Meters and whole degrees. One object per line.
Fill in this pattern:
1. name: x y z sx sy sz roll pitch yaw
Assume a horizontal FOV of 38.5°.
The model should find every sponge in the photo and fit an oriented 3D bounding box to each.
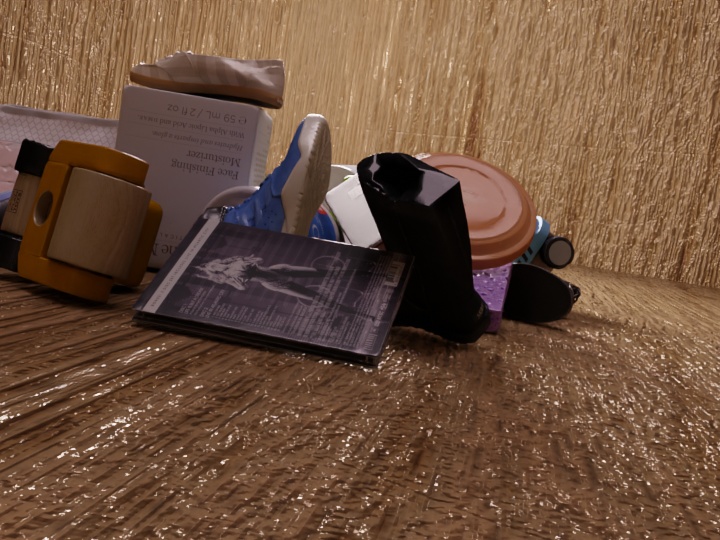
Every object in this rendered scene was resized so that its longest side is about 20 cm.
1. sponge: 0.114 0.017 1.191 0.110 0.030 0.200 10 18 9

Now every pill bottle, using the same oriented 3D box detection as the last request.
1. pill bottle: -0.086 -0.028 1.104 0.110 0.114 0.200 10 4 17

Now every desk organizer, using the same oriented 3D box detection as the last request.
1. desk organizer: 0.023 -0.042 1.151 0.071 0.078 0.200 -32 25 1

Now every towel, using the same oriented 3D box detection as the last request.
1. towel: -0.399 -0.122 1.313 0.196 0.194 0.032 9 -28 6

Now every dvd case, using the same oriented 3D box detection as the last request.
1. dvd case: -0.065 0.014 0.839 0.197 0.016 0.149 11 34 9

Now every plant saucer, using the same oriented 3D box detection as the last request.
1. plant saucer: 0.120 -0.081 1.262 0.197 0.033 0.202 6 44 -5

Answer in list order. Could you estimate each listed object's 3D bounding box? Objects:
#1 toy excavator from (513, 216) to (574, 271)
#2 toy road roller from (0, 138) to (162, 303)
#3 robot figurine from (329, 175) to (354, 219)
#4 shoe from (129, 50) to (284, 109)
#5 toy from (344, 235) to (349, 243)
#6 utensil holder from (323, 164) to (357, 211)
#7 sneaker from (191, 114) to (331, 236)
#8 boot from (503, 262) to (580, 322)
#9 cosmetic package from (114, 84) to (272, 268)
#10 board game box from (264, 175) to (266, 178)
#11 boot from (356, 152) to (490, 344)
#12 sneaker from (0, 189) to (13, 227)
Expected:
1. toy excavator: 0.184 -0.021 1.534 0.199 0.196 0.100 36 0 -10
2. toy road roller: -0.235 -0.039 0.942 0.145 0.125 0.198 20 -5 -42
3. robot figurine: 0.039 -0.055 1.360 0.197 0.117 0.176 -15 -51 25
4. shoe: -0.178 -0.228 1.208 0.197 0.054 0.070 10 3 16
5. toy: 0.000 0.000 1.258 0.198 0.048 0.115 28 21 6
6. utensil holder: -0.004 -0.086 1.676 0.168 0.173 0.199 11 8 26
7. sneaker: -0.098 -0.058 0.960 0.109 0.203 0.077 10 -14 16
8. boot: 0.234 0.026 1.352 0.172 0.071 0.198 4 5 -43
9. cosmetic package: -0.205 -0.103 1.245 0.162 0.204 0.165 8 3 0
10. board game box: -0.227 -0.123 1.405 0.196 0.035 0.135 6 -18 6
11. boot: 0.029 -0.023 0.935 0.162 0.066 0.201 12 -30 26
12. sneaker: -0.319 -0.039 1.082 0.197 0.071 0.078 -13 49 -32
